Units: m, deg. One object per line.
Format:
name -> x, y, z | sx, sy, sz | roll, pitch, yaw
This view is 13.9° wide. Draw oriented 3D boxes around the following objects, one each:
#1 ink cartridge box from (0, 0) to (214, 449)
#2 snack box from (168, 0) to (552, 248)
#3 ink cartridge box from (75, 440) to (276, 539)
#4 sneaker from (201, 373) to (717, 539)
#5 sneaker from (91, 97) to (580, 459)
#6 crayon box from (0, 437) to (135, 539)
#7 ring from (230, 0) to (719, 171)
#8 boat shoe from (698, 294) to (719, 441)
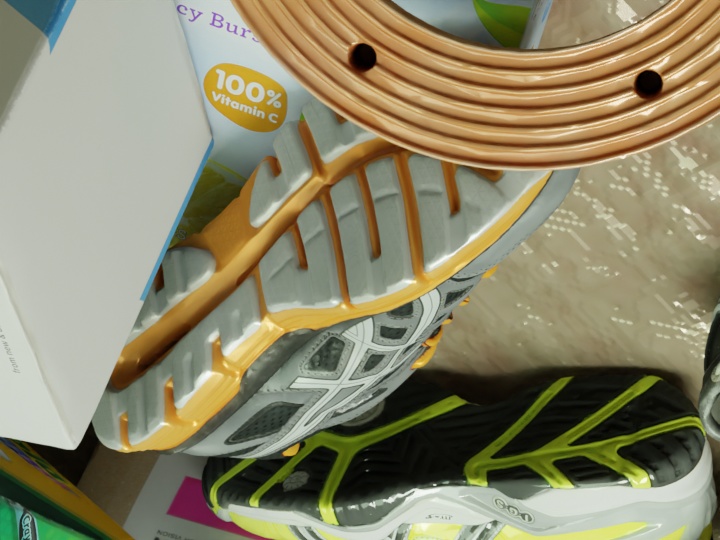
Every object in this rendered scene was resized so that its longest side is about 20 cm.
ink cartridge box -> -0.167, -0.046, 0.898 | 0.200, 0.129, 0.125 | 10, 145, 19
snack box -> -0.027, -0.085, 0.947 | 0.168, 0.068, 0.200 | 20, 135, 6
ink cartridge box -> -0.018, 0.158, 1.173 | 0.200, 0.075, 0.165 | 15, 137, 13
sneaker -> 0.034, 0.087, 1.081 | 0.200, 0.075, 0.076 | 0, 131, 27
sneaker -> 0.000, 0.000, 0.926 | 0.077, 0.078, 0.200 | 20, 140, -39
crayon box -> -0.173, 0.065, 1.069 | 0.200, 0.058, 0.119 | 37, -179, 34
ring -> 0.048, -0.128, 0.836 | 0.200, 0.019, 0.201 | 2, 100, 9
boat shoe -> 0.193, 0.010, 0.937 | 0.200, 0.064, 0.071 | -27, 117, 41
